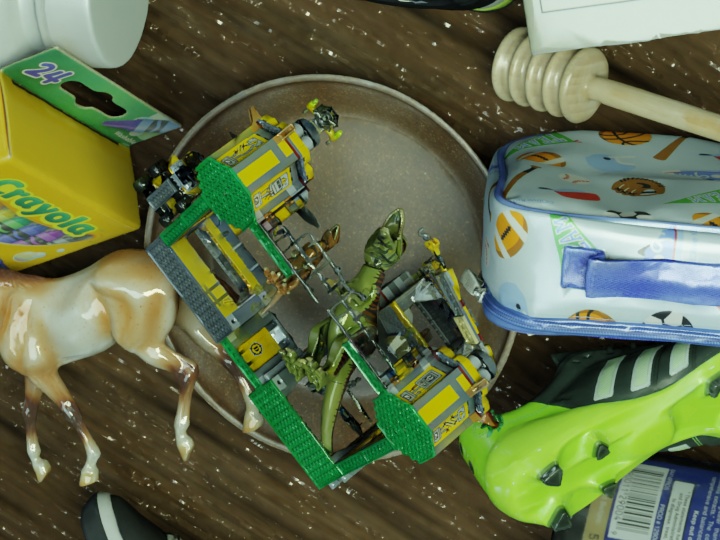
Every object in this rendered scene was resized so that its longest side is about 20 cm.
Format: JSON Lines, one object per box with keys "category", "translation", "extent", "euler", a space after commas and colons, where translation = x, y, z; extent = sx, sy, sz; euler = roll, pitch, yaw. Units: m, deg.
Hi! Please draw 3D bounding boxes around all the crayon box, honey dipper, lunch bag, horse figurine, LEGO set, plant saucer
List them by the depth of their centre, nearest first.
{"category": "lunch bag", "translation": [0.145, -0.009, 1.136], "extent": [0.199, 0.160, 0.076], "euler": [3, 107, 2]}
{"category": "honey dipper", "translation": [0.150, -0.071, 1.157], "extent": [0.199, 0.038, 0.038], "euler": [22, 112, 34]}
{"category": "LEGO set", "translation": [0.000, 0.000, 1.171], "extent": [0.200, 0.116, 0.154], "euler": [48, 150, 6]}
{"category": "crayon box", "translation": [-0.202, -0.040, 1.262], "extent": [0.199, 0.126, 0.052], "euler": [-19, 67, 21]}
{"category": "plant saucer", "translation": [-0.011, -0.003, 1.265], "extent": [0.199, 0.037, 0.202], "euler": [5, 106, 16]}
{"category": "horse figurine", "translation": [-0.130, 0.039, 1.270], "extent": [0.199, 0.050, 0.133], "euler": [-14, 105, 25]}

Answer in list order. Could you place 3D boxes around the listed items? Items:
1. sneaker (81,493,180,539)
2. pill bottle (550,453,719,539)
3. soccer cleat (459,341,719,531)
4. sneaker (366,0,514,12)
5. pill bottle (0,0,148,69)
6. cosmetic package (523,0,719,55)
{"category": "sneaker", "translation": [-0.060, 0.180, 1.317], "extent": [0.083, 0.072, 0.200], "euler": [-44, 90, -2]}
{"category": "pill bottle", "translation": [0.195, 0.153, 1.202], "extent": [0.199, 0.112, 0.113], "euler": [9, 107, 15]}
{"category": "soccer cleat", "translation": [0.140, 0.056, 1.188], "extent": [0.199, 0.081, 0.068], "euler": [-22, 126, -19]}
{"category": "sneaker", "translation": [-0.010, -0.170, 1.193], "extent": [0.199, 0.083, 0.072], "euler": [15, 108, 13]}
{"category": "pill bottle", "translation": [-0.211, -0.147, 1.247], "extent": [0.199, 0.112, 0.113], "euler": [4, 106, 17]}
{"category": "cosmetic package", "translation": [0.117, -0.208, 1.141], "extent": [0.103, 0.087, 0.201], "euler": [-5, 102, 17]}
